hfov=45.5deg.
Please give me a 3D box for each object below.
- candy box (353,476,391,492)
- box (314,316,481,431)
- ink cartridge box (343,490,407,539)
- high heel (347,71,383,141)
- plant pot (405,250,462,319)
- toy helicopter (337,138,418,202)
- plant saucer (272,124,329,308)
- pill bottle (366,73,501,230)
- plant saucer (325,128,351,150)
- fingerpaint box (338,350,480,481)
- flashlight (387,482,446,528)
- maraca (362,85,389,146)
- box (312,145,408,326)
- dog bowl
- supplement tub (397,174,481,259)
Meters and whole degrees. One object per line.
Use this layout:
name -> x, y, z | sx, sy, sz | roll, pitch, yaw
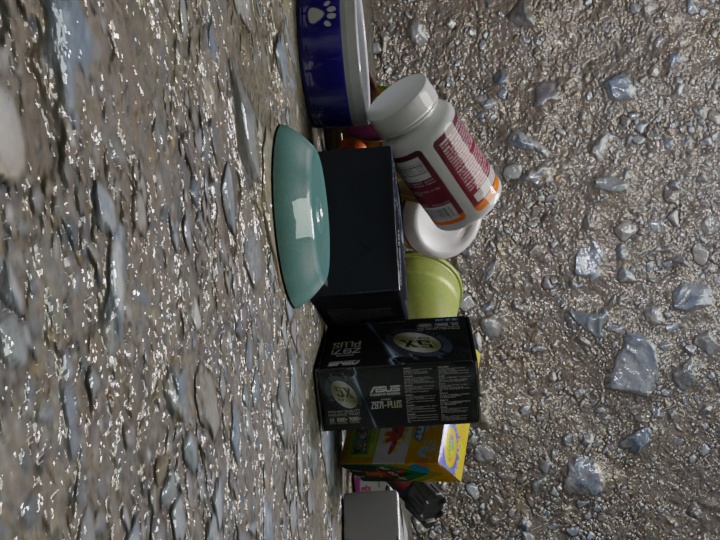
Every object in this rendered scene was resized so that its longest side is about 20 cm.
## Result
candy box -> 0.028, 0.369, 1.492 | 0.200, 0.061, 0.137 | -79, 164, -75
box -> 0.050, 0.130, 1.113 | 0.164, 0.199, 0.087 | -76, 162, -73
ink cartridge box -> 0.027, 0.432, 1.281 | 0.200, 0.083, 0.145 | 78, 9, -57
high heel -> 0.009, -0.261, 1.334 | 0.200, 0.067, 0.097 | -128, -142, -61
plant pot -> 0.089, 0.102, 1.460 | 0.185, 0.199, 0.201 | -95, 178, -51
toy helicopter -> 0.046, -0.122, 1.326 | 0.132, 0.199, 0.079 | 78, 28, -63
plant saucer -> -0.060, -0.060, 0.938 | 0.200, 0.036, 0.201 | -4, 90, -85
pill bottle -> 0.101, -0.163, 1.187 | 0.200, 0.114, 0.114 | 52, 22, -28
plant saucer -> -0.037, -0.250, 1.423 | 0.200, 0.029, 0.201 | -4, 90, -85
fingerpaint box -> 0.075, 0.200, 1.246 | 0.073, 0.166, 0.201 | 45, 47, -41
flashlight -> 0.057, 0.302, 1.319 | 0.200, 0.068, 0.068 | 37, -11, 50
maraca -> 0.025, -0.269, 1.549 | 0.200, 0.107, 0.138 | 39, -59, 45
box -> 0.000, -0.037, 1.165 | 0.200, 0.117, 0.198 | 66, 20, -73
dog bowl -> -0.034, -0.301, 1.199 | 0.200, 0.078, 0.201 | -4, 90, -86
supplement tub -> 0.101, -0.109, 1.470 | 0.200, 0.144, 0.145 | -149, -130, -62
